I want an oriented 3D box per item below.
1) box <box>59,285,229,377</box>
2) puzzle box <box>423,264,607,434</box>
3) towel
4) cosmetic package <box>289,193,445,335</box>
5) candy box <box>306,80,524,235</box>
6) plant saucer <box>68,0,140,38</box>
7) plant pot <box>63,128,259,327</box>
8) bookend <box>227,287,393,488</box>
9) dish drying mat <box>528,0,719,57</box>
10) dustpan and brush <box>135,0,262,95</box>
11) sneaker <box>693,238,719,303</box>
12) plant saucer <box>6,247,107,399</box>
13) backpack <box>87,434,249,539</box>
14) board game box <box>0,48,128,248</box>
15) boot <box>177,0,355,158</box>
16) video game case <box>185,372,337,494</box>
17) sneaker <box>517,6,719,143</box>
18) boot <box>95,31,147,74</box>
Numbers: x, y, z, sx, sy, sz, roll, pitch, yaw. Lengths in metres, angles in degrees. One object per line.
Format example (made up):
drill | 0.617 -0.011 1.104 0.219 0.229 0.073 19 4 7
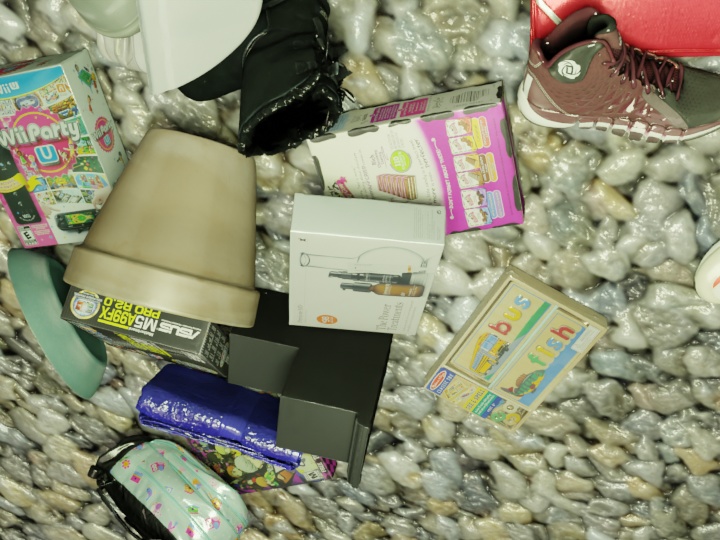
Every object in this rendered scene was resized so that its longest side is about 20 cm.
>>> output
box | -0.240 0.074 0.938 0.159 0.044 0.200 15 166 2
puzzle box | 0.179 0.099 0.948 0.133 0.025 0.200 28 123 -5
towel | -0.158 0.175 0.952 0.199 0.148 0.050 20 96 -1
cosmetic package | 0.000 0.000 0.849 0.150 0.052 0.200 6 149 -1
candy box | 0.060 -0.105 0.824 0.199 0.061 0.137 -8 122 16
plant saucer | -0.238 -0.310 0.705 0.200 0.050 0.201 14 111 41
plant pot | -0.188 -0.048 0.835 0.199 0.200 0.174 14 87 3
bookend | -0.073 0.124 0.914 0.198 0.200 0.092 11 123 4
dish drying mat | 0.256 -0.231 0.729 0.199 0.018 0.077 2 121 11
dustpan and brush | -0.113 -0.251 0.704 0.057 0.199 0.140 51 154 26
sneaker | 0.434 -0.006 0.788 0.199 0.094 0.071 -21 115 23
plant saucer | -0.353 0.056 0.954 0.036 0.200 0.201 -26 117 -8
backpack | -0.251 0.318 1.084 0.199 0.127 0.167 28 156 31
board game box | -0.345 -0.131 0.893 0.147 0.064 0.201 -6 119 15
boot | -0.099 -0.174 0.750 0.198 0.163 0.073 -24 142 22
video game case | -0.152 0.217 1.086 0.180 0.036 0.201 -14 118 21
sneaker | 0.242 -0.177 0.709 0.199 0.076 0.116 2 151 10
boot | -0.215 -0.292 0.761 0.095 0.073 0.201 19 108 29
